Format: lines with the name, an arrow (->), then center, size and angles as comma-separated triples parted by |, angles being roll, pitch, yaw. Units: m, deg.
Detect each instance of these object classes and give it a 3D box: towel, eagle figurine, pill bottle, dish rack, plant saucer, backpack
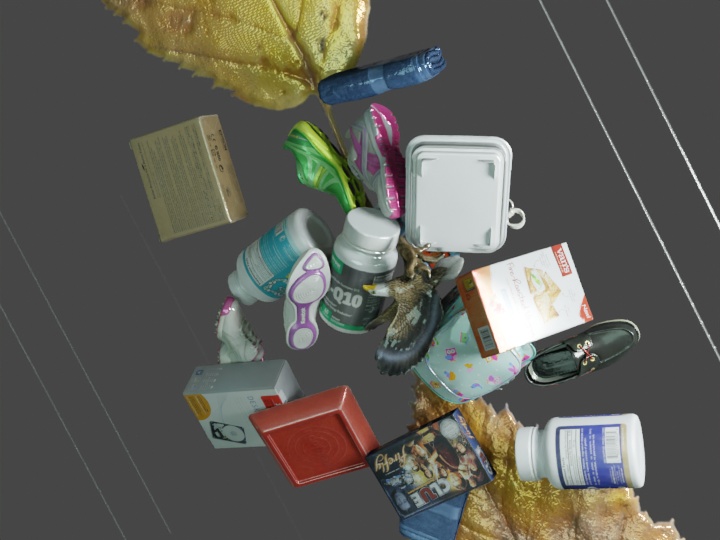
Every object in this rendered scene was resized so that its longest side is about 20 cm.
towel -> 0.140, 0.410, 1.705 | 0.111, 0.048, 0.202 | 19, 110, 17
eagle figurine -> 0.074, 0.051, 1.529 | 0.150, 0.151, 0.202 | 22, 124, 30
pill bottle -> 0.365, 0.303, 1.551 | 0.198, 0.120, 0.121 | -6, 101, 23
pill bottle -> -0.147, -0.017, 1.677 | 0.199, 0.111, 0.111 | -35, 89, 25
dish rack -> 0.156, -0.115, 1.505 | 0.170, 0.044, 0.202 | 2, 117, 5
plant saucer -> -0.078, 0.317, 1.706 | 0.198, 0.037, 0.201 | -19, 124, 11
towel -> 0.035, -0.315, 1.524 | 0.198, 0.112, 0.049 | -9, 106, 23
pill bottle -> 0.000, 0.000, 1.601 | 0.112, 0.113, 0.201 | 24, 124, 14
backpack -> 0.180, 0.128, 1.564 | 0.176, 0.154, 0.200 | 45, 123, -8

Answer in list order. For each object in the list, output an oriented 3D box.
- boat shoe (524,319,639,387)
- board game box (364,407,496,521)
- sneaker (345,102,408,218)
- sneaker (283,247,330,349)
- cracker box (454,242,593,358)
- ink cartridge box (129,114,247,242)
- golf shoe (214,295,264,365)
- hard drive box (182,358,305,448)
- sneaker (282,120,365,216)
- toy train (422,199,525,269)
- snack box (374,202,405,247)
boat shoe -> 0.367, 0.141, 1.544 | 0.200, 0.063, 0.074 | -24, 91, 23
board game box -> 0.123, 0.346, 1.650 | 0.199, 0.035, 0.136 | -32, 89, 26
sneaker -> 0.029, -0.176, 1.578 | 0.088, 0.081, 0.202 | -26, 67, 37
sneaker -> -0.105, 0.038, 1.613 | 0.074, 0.100, 0.201 | 2, 125, -18
cracker box -> 0.262, 0.046, 1.479 | 0.058, 0.199, 0.135 | -29, 79, 60
ink cartridge box -> -0.318, -0.171, 1.726 | 0.163, 0.075, 0.202 | -12, 99, 25
golf shoe -> -0.221, 0.121, 1.737 | 0.091, 0.076, 0.201 | 13, 142, 7
hard drive box -> -0.209, 0.253, 1.757 | 0.198, 0.077, 0.157 | -8, 126, 23
sneaker -> -0.062, -0.168, 1.631 | 0.083, 0.074, 0.201 | -41, 77, 22
toy train -> 0.171, -0.085, 1.572 | 0.199, 0.056, 0.151 | -30, 109, 18
snack box -> 0.074, -0.115, 1.614 | 0.072, 0.024, 0.200 | 40, 113, 7
